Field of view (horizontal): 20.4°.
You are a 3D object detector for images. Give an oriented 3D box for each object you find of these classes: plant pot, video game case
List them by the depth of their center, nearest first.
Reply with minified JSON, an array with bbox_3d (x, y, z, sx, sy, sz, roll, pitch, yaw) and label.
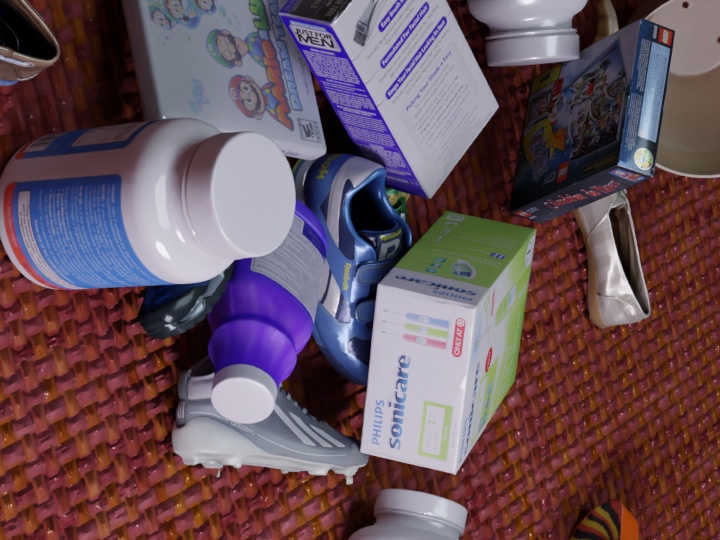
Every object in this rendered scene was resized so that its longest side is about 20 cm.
[{"bbox_3d":[-0.108,-0.189,1.504,0.182,0.024,0.201,8,65,-50],"label":"video game case"},{"bbox_3d":[0.339,-0.212,1.985,0.135,0.199,0.201,-94,159,-60],"label":"plant pot"}]

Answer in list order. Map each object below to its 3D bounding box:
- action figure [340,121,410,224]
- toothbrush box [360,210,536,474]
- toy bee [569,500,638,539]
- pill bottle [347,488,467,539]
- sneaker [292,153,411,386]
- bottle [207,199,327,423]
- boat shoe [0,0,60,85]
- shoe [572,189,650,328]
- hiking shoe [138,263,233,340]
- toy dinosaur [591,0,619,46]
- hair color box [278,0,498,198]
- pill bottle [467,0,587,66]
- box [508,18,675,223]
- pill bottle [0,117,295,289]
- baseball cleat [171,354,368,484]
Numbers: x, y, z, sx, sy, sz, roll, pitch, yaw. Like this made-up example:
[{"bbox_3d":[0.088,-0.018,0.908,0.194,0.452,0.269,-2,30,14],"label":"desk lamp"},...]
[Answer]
[{"bbox_3d":[0.020,-0.121,1.678,0.118,0.054,0.201,-18,106,-52],"label":"action figure"},{"bbox_3d":[0.073,0.054,1.628,0.200,0.086,0.147,-43,142,-64],"label":"toothbrush box"},{"bbox_3d":[0.213,0.312,1.865,0.131,0.108,0.200,58,23,-20],"label":"toy bee"},{"bbox_3d":[0.031,0.284,1.620,0.112,0.112,0.201,31,65,-45],"label":"pill bottle"},{"bbox_3d":[0.000,0.000,1.622,0.074,0.082,0.201,-30,112,-49],"label":"sneaker"},{"bbox_3d":[-0.074,0.027,1.495,0.083,0.065,0.201,40,35,-26],"label":"bottle"},{"bbox_3d":[-0.274,-0.194,1.309,0.200,0.072,0.073,36,61,-43],"label":"boat shoe"},{"bbox_3d":[0.245,-0.044,1.941,0.070,0.053,0.201,-18,102,-49],"label":"shoe"},{"bbox_3d":[-0.136,-0.042,1.480,0.087,0.074,0.201,42,47,-32],"label":"hiking shoe"},{"bbox_3d":[0.233,-0.192,1.877,0.060,0.106,0.201,5,95,-77],"label":"toy dinosaur"},{"bbox_3d":[0.026,-0.165,1.580,0.109,0.065,0.200,-53,137,-23],"label":"hair color box"},{"bbox_3d":[0.147,-0.287,1.790,0.112,0.112,0.201,-8,94,-50],"label":"pill bottle"},{"bbox_3d":[0.205,-0.130,1.788,0.037,0.200,0.137,16,74,-20],"label":"box"},{"bbox_3d":[-0.145,-0.045,1.358,0.112,0.199,0.113,3,86,-50],"label":"pill bottle"},{"bbox_3d":[-0.062,0.110,1.551,0.199,0.069,0.107,11,80,-50],"label":"baseball cleat"}]
